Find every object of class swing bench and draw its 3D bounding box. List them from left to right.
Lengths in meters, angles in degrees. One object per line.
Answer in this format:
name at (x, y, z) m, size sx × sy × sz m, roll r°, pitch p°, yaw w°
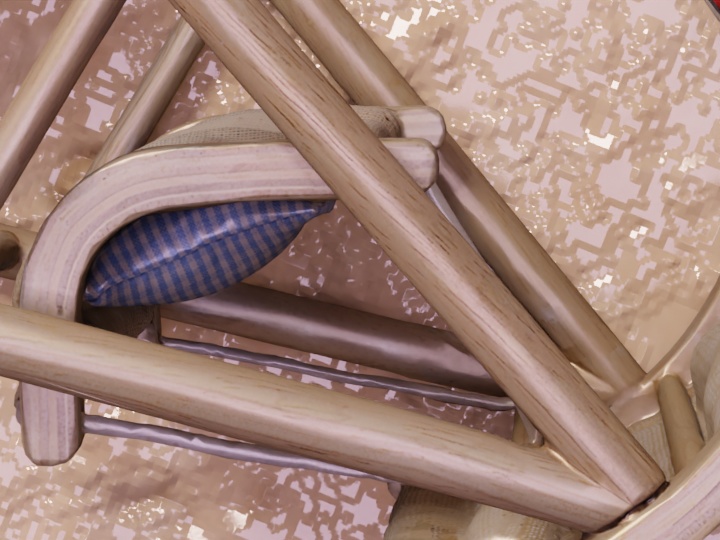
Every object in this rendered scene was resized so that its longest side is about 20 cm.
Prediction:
swing bench at (0.000, 0.000, 0.713) m, size 0.199 × 0.199 × 0.130 m, roll 32°, pitch 96°, yaw 1°

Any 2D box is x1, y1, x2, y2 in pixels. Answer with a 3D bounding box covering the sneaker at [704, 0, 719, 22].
sneaker at (0.150, -0.144, 0.749) m, size 0.077 × 0.085 × 0.200 m, roll 40°, pitch 95°, yaw 1°
